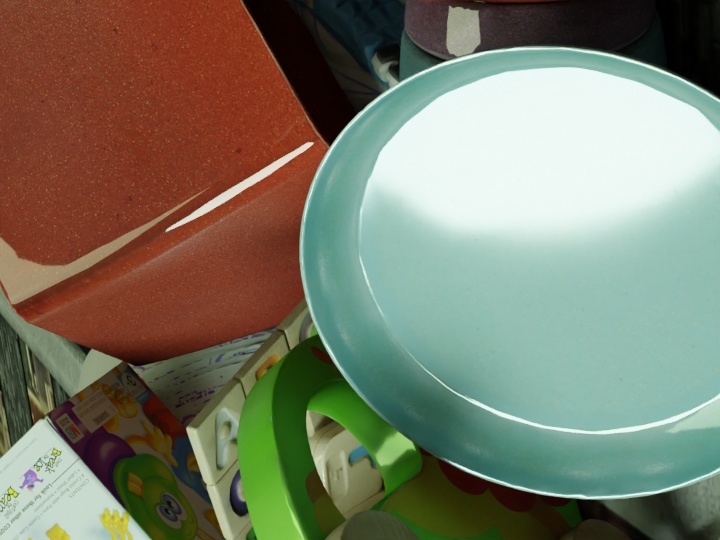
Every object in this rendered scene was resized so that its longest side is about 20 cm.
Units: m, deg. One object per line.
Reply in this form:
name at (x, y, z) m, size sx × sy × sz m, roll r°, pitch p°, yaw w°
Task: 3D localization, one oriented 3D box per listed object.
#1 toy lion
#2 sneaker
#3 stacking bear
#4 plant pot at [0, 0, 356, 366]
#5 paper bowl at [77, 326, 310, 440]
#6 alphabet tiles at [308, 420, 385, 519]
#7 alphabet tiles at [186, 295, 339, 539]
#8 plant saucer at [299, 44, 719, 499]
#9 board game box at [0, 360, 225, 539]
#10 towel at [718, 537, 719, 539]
toy lion at (0.030, 0.072, 0.806) m, size 0.069 × 0.199 × 0.193 m, roll -42°, pitch 55°, yaw 37°
sneaker at (0.009, -0.106, 0.935) m, size 0.087 × 0.075 × 0.200 m, roll 88°, pitch 158°, yaw -43°
stacking bear at (0.069, -0.049, 0.753) m, size 0.114 × 0.121 × 0.201 m, roll -72°, pitch -20°, yaw -59°
plant pot at (-0.098, -0.064, 0.941) m, size 0.200 × 0.176 × 0.200 m, roll 59°, pitch -170°, yaw 22°
paper bowl at (-0.085, 0.079, 1.102) m, size 0.201 × 0.200 × 0.105 m, roll 120°, pitch 133°, yaw -61°
alphabet tiles at (0.017, 0.155, 0.911) m, size 0.015 × 0.195 × 0.201 m, roll 11°, pitch 115°, yaw 39°
alphabet tiles at (0.000, 0.070, 0.891) m, size 0.008 × 0.200 × 0.168 m, roll 14°, pitch 136°, yaw 33°
plant saucer at (0.076, 0.001, 0.704) m, size 0.027 × 0.199 × 0.201 m, roll -66°, pitch -18°, yaw -53°
board game box at (-0.104, 0.164, 0.957) m, size 0.200 × 0.105 × 0.103 m, roll 49°, pitch -159°, yaw 1°
towel at (0.164, 0.211, 0.771) m, size 0.200 × 0.032 × 0.192 m, roll 119°, pitch 134°, yaw -62°
